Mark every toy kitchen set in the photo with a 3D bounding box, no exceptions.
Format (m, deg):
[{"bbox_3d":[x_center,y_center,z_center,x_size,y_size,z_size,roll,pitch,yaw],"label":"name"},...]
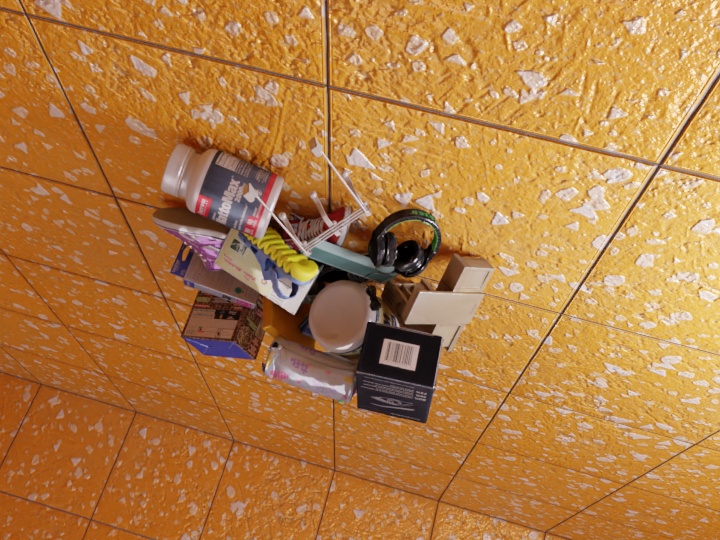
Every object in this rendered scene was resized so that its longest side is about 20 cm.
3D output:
[{"bbox_3d":[0.114,0.027,1.367,0.161,0.181,0.202,2,125,-36],"label":"toy kitchen set"}]

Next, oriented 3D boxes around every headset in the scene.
[{"bbox_3d":[0.067,-0.019,1.291,0.122,0.095,0.201,20,126,-26],"label":"headset"}]

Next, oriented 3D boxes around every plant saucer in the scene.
[{"bbox_3d":[-0.020,-0.015,1.352,0.198,0.019,0.070,19,157,-27],"label":"plant saucer"}]

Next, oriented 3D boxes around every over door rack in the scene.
[{"bbox_3d":[-0.087,-0.127,1.194,0.147,0.067,0.200,-33,138,10],"label":"over door rack"}]

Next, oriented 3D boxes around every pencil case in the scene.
[{"bbox_3d":[-0.095,0.197,1.424,0.197,0.084,0.092,19,130,6],"label":"pencil case"}]

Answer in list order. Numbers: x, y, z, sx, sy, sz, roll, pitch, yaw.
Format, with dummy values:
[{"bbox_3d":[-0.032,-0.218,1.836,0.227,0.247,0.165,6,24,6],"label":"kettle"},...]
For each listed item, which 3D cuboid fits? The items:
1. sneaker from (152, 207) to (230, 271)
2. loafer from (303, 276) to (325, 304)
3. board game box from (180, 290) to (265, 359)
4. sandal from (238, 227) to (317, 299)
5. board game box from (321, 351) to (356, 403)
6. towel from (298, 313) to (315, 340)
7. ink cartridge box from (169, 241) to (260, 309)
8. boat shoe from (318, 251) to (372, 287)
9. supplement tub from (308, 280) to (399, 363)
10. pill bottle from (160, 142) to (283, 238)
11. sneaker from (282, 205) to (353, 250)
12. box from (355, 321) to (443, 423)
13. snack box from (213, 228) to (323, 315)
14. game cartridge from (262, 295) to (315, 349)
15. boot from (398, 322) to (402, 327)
[{"bbox_3d":[-0.347,-0.057,1.493,0.197,0.073,0.116,17,122,2],"label":"sneaker"},{"bbox_3d":[-0.148,-0.009,1.478,0.199,0.076,0.070,39,142,-5],"label":"loafer"},{"bbox_3d":[-0.297,0.090,1.638,0.157,0.203,0.097,2,150,28],"label":"board game box"},{"bbox_3d":[-0.167,-0.017,1.328,0.079,0.088,0.200,-6,-142,-46],"label":"sandal"},{"bbox_3d":[-0.032,0.235,1.584,0.198,0.026,0.199,4,-162,-44],"label":"board game box"},{"bbox_3d":[-0.038,0.112,1.582,0.024,0.147,0.199,45,-174,38],"label":"towel"},{"bbox_3d":[-0.306,-0.004,1.560,0.197,0.121,0.042,21,155,-7],"label":"ink cartridge box"},{"bbox_3d":[0.000,0.000,1.455,0.197,0.063,0.075,2,147,25],"label":"boat shoe"},{"bbox_3d":[-0.006,0.114,1.469,0.143,0.148,0.200,4,165,24],"label":"supplement tub"},{"bbox_3d":[-0.247,-0.147,1.267,0.197,0.121,0.120,21,152,-8],"label":"pill bottle"},{"bbox_3d":[-0.087,-0.081,1.349,0.111,0.072,0.200,20,155,-12],"label":"sneaker"},{"bbox_3d":[0.071,0.197,1.340,0.145,0.106,0.201,11,151,6],"label":"box"},{"bbox_3d":[-0.187,-0.013,1.434,0.198,0.037,0.117,33,111,-1],"label":"snack box"},{"bbox_3d":[-0.155,0.082,1.549,0.032,0.202,0.176,-20,138,21],"label":"game cartridge"},{"bbox_3d":[0.098,0.201,1.619,0.071,0.203,0.156,2,156,-9],"label":"boot"}]
